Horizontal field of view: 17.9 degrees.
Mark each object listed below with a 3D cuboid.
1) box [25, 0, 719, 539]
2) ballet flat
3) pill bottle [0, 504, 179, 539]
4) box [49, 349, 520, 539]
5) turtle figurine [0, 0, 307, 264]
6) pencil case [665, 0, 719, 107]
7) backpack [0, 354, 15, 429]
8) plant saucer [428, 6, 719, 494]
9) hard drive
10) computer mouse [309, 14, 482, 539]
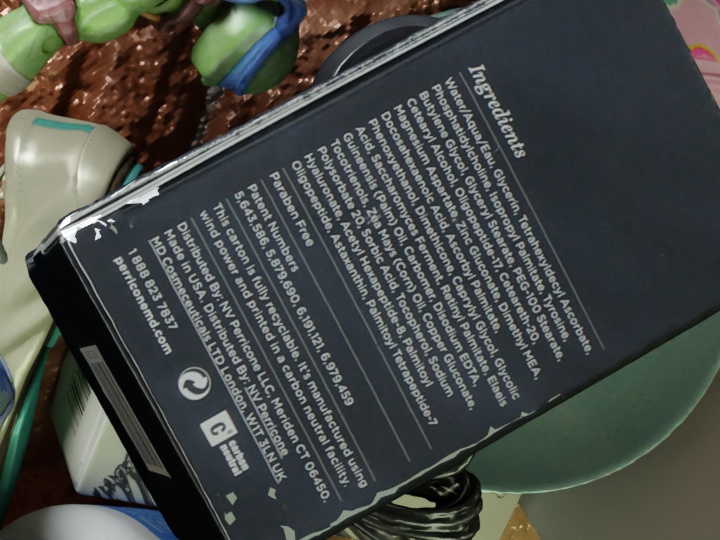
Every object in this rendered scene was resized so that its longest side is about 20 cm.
[{"bbox_3d":[0.005,-0.003,0.761,0.196,0.200,0.124,-30,93,-11],"label":"box"},{"bbox_3d":[-0.148,0.026,0.920,0.069,0.070,0.201,14,111,-26],"label":"ballet flat"},{"bbox_3d":[-0.097,0.152,0.926,0.112,0.112,0.200,-50,153,12],"label":"pill bottle"},{"bbox_3d":[-0.025,0.061,0.974,0.199,0.068,0.083,12,115,-25],"label":"box"},{"bbox_3d":[-0.120,-0.119,0.795,0.144,0.200,0.194,-41,98,-18],"label":"turtle figurine"},{"bbox_3d":[0.160,-0.075,0.914,0.199,0.088,0.088,4,117,-19],"label":"pencil case"},{"bbox_3d":[-0.228,0.039,0.813,0.200,0.183,0.147,44,103,-7],"label":"backpack"},{"bbox_3d":[0.059,-0.008,0.947,0.200,0.039,0.202,1,83,-11],"label":"plant saucer"},{"bbox_3d":[0.136,0.084,0.967,0.132,0.200,0.025,-39,124,4],"label":"hard drive"},{"bbox_3d":[0.000,0.000,0.889,0.138,0.053,0.201,17,83,-8],"label":"computer mouse"}]
